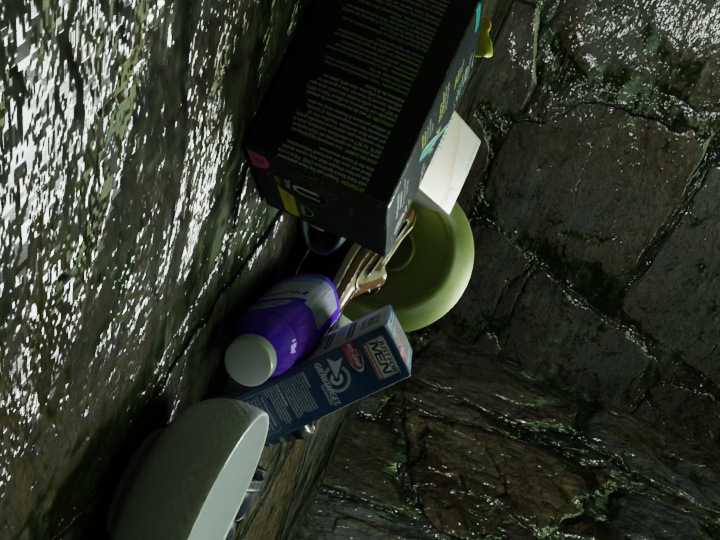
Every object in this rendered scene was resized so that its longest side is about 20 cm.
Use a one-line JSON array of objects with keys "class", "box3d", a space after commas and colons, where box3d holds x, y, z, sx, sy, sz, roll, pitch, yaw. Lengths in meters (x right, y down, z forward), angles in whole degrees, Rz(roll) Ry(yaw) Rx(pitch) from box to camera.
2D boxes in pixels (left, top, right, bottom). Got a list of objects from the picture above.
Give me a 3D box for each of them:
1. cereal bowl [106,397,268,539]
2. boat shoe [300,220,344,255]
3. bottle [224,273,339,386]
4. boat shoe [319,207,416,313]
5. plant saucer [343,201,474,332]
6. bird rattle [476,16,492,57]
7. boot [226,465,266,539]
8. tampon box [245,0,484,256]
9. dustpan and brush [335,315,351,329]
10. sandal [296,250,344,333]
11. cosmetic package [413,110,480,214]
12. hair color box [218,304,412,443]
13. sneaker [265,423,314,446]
[{"class": "cereal bowl", "box3d": [-0.156, 0.196, 0.795, 0.200, 0.083, 0.201, 22, 90, -83]}, {"class": "boat shoe", "box3d": [-0.028, -0.072, 0.997, 0.201, 0.070, 0.072, 104, 8, -67]}, {"class": "bottle", "box3d": [-0.081, 0.058, 0.946, 0.200, 0.083, 0.066, -48, 126, -70]}, {"class": "boat shoe", "box3d": [0.000, 0.000, 1.085, 0.201, 0.068, 0.072, -60, -162, -5]}, {"class": "plant saucer", "box3d": [0.039, -0.025, 1.148, 0.031, 0.199, 0.201, 49, 64, -78]}, {"class": "bird rattle", "box3d": [0.136, -0.381, 1.214, 0.201, 0.112, 0.163, -70, 158, -4]}, {"class": "boot", "box3d": [-0.173, 0.294, 1.068, 0.163, 0.073, 0.198, -63, 174, -8]}, {"class": "tampon box", "box3d": [0.006, -0.140, 0.796, 0.150, 0.126, 0.201, 85, 29, -75]}, {"class": "dustpan and brush", "box3d": [-0.030, 0.009, 1.206, 0.057, 0.139, 0.202, -12, -97, 59]}, {"class": "sandal", "box3d": [-0.071, 0.066, 1.131, 0.048, 0.075, 0.202, 7, 106, -64]}, {"class": "cosmetic package", "box3d": [0.052, -0.149, 1.044, 0.200, 0.073, 0.104, 29, 82, -56]}, {"class": "hair color box", "box3d": [-0.047, 0.112, 0.963, 0.199, 0.061, 0.100, -27, -173, 9]}, {"class": "sneaker", "box3d": [-0.109, 0.174, 1.238, 0.079, 0.076, 0.200, -25, -169, 1]}]
